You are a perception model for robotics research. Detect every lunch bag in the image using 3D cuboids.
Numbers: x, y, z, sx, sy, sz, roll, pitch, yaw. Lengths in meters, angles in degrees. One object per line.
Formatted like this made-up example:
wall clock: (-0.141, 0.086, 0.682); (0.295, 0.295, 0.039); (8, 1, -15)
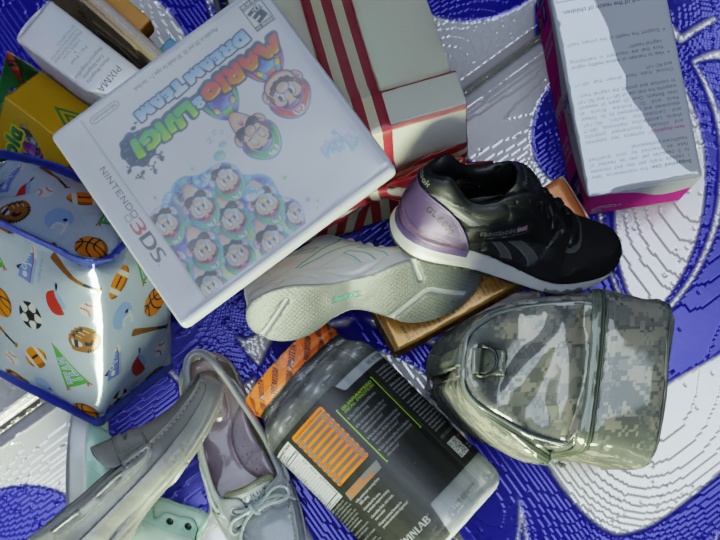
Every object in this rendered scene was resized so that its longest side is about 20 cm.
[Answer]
lunch bag: (-0.263, 0.007, 1.280); (0.199, 0.171, 0.124); (24, 37, 24)
lunch bag: (0.144, 0.086, 1.261); (0.166, 0.200, 0.141); (10, 83, -4)

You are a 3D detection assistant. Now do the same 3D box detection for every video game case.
video game case: (-0.104, -0.088, 1.184); (0.199, 0.024, 0.183); (-36, 80, -1)

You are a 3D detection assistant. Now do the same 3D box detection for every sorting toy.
sorting toy: (-0.169, -0.173, 1.307); (0.199, 0.185, 0.037); (37, 83, 4)

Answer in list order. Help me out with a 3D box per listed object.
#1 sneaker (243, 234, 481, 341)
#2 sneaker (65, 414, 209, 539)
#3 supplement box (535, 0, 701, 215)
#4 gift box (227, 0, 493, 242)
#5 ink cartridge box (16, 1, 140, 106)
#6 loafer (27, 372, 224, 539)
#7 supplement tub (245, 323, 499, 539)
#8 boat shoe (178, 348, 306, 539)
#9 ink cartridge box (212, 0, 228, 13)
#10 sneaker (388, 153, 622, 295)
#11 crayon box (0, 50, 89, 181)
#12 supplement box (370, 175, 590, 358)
sneaker: (0.000, 0.000, 1.277); (0.199, 0.071, 0.080); (-6, 38, -10)
sneaker: (-0.189, 0.183, 1.319); (0.117, 0.074, 0.202); (-1, 74, -12)
supplement box: (0.219, -0.158, 1.344); (0.102, 0.101, 0.202); (-10, 81, -1)
gift box: (0.003, -0.129, 1.307); (0.183, 0.200, 0.188); (-18, 66, 2)
ink cartridge box: (-0.184, -0.130, 1.314); (0.200, 0.163, 0.057); (42, 84, 7)
loafer: (-0.184, 0.158, 1.249); (0.070, 0.070, 0.200); (39, 73, -6)
supplement tub: (0.007, 0.144, 1.290); (0.123, 0.123, 0.200); (-44, 83, -6)
boat shoe: (-0.103, 0.162, 1.317); (0.074, 0.065, 0.203); (-20, 81, -2)
ink cartridge box: (-0.079, -0.253, 1.313); (0.099, 0.200, 0.040); (-2, 81, -1)
sneaker: (0.129, -0.040, 1.237); (0.198, 0.088, 0.076); (8, 47, -20)
crayon box: (-0.246, -0.078, 1.327); (0.199, 0.127, 0.051); (36, 48, 7)
supplement box: (0.101, -0.001, 1.340); (0.199, 0.067, 0.069); (-31, 82, -4)
